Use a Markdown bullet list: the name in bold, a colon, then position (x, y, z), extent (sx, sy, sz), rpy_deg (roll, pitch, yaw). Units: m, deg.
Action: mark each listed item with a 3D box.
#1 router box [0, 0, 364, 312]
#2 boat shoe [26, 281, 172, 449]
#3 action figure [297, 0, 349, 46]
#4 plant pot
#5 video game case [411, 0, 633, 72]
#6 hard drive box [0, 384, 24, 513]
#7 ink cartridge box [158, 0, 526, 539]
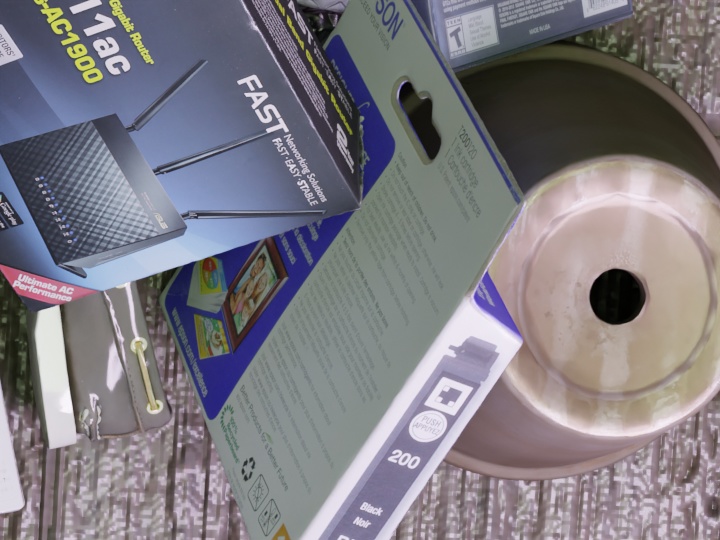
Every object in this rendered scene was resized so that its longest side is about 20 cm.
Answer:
- **router box**: position (-0.104, -0.086, 1.161), extent (0.149, 0.062, 0.200), rpy_deg (-18, 131, 15)
- **boat shoe**: position (-0.118, -0.024, 1.304), extent (0.060, 0.072, 0.202), rpy_deg (-5, 103, -10)
- **action figure**: position (-0.006, -0.170, 1.304), extent (0.130, 0.069, 0.201), rpy_deg (2, 100, -33)
- **plant pot**: position (0.090, 0.001, 1.291), extent (0.199, 0.174, 0.201), rpy_deg (-1, 95, -11)
- **video game case**: position (0.058, -0.195, 1.295), extent (0.143, 0.019, 0.201), rpy_deg (-21, 105, -47)
- **hard drive box**: position (-0.239, 0.017, 1.240), extent (0.155, 0.077, 0.201), rpy_deg (-9, 88, -33)
- **ink cartridge box**: position (0.000, 0.000, 1.234), extent (0.043, 0.198, 0.200), rpy_deg (18, 118, -30)
